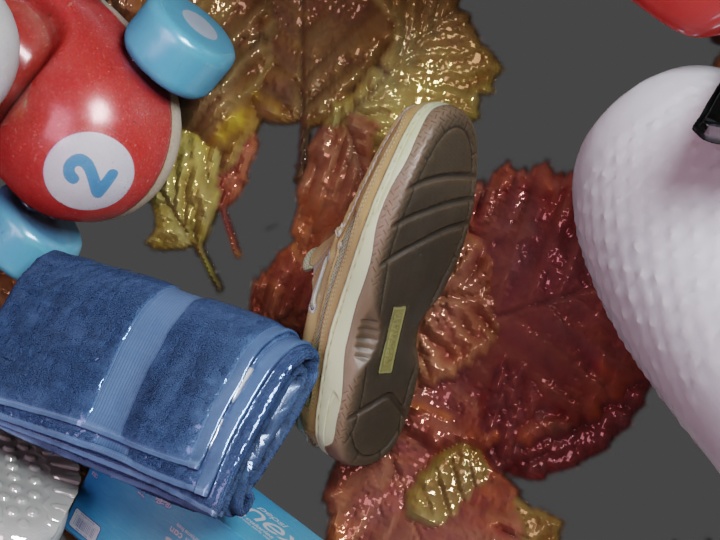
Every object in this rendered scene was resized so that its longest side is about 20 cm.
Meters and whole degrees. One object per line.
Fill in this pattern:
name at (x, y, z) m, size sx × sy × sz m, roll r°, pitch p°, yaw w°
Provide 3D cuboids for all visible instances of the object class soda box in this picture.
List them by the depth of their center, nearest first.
soda box at (-0.064, 0.165, 1.285) m, size 0.200 × 0.068 × 0.064 m, roll 35°, pitch 106°, yaw 27°

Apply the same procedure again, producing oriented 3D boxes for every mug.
mug at (0.204, -0.020, 1.101) m, size 0.200 × 0.148 × 0.176 m, roll -32°, pitch 58°, yaw -5°

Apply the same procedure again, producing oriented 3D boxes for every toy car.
toy car at (-0.210, -0.107, 1.304) m, size 0.184 × 0.200 × 0.177 m, roll -49°, pitch 66°, yaw 21°

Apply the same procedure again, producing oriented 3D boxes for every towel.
towel at (-0.123, 0.057, 1.272) m, size 0.199 × 0.049 × 0.112 m, roll 17°, pitch 72°, yaw 36°

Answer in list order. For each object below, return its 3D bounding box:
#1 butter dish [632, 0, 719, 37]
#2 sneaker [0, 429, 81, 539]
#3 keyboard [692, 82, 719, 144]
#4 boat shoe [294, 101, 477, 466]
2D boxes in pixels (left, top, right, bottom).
butter dish at (0.200, -0.180, 1.084) m, size 0.148 × 0.200 × 0.199 m, roll 48°, pitch 132°, yaw -7°
sneaker at (-0.213, 0.129, 1.341) m, size 0.200 × 0.076 × 0.081 m, roll -135°, pitch 58°, yaw -63°
keyboard at (0.218, -0.078, 1.056) m, size 0.104 × 0.200 × 0.040 m, roll 4°, pitch 114°, yaw 21°
boat shoe at (0.000, 0.000, 1.256) m, size 0.076 × 0.072 × 0.201 m, roll 27°, pitch 102°, yaw 40°
